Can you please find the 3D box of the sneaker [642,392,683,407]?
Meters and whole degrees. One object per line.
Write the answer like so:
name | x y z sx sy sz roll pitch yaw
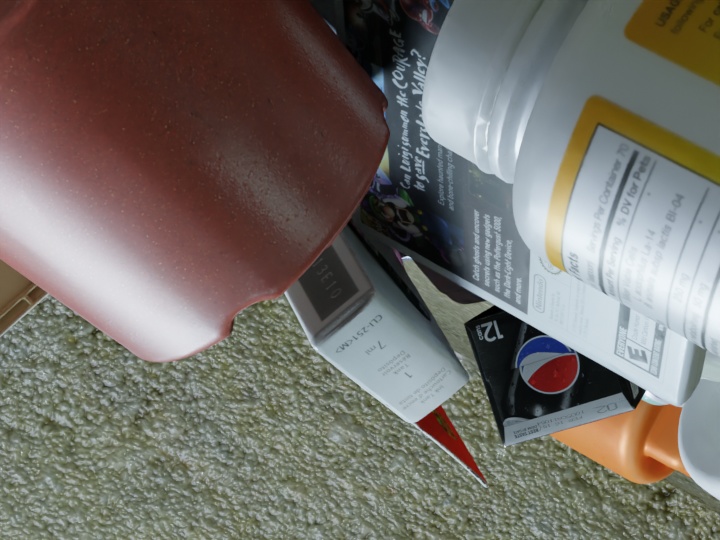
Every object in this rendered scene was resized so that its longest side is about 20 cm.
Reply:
sneaker | 0.138 0.011 1.005 0.200 0.078 0.140 29 176 31

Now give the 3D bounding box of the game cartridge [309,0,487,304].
game cartridge | 0.020 -0.066 0.799 0.200 0.041 0.133 49 159 -9

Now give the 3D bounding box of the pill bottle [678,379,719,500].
pill bottle | 0.286 0.118 0.939 0.200 0.114 0.114 34 175 -26

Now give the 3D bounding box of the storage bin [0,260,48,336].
storage bin | -0.170 -0.106 0.762 0.200 0.198 0.094 49 179 -15

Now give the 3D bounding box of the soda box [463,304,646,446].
soda box | 0.112 0.035 0.856 0.200 0.071 0.063 -18 -90 -73

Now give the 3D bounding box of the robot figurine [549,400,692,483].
robot figurine | 0.189 0.084 1.254 0.144 0.117 0.200 -24 -143 -37

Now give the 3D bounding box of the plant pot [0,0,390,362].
plant pot | -0.104 -0.079 0.642 0.195 0.201 0.201 44 171 -23

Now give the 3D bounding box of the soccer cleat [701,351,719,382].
soccer cleat | 0.216 0.042 0.845 0.078 0.069 0.200 46 171 -5

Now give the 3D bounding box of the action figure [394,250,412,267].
action figure | -0.027 -0.062 1.176 0.149 0.134 0.200 -11 122 30

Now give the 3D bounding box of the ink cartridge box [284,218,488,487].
ink cartridge box | 0.000 0.000 0.855 0.174 0.044 0.200 41 -167 -46

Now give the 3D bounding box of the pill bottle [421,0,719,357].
pill bottle | 0.120 -0.028 0.471 0.200 0.109 0.109 30 176 20

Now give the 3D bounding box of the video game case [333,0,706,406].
video game case | 0.068 -0.047 0.679 0.182 0.023 0.200 30 150 23
